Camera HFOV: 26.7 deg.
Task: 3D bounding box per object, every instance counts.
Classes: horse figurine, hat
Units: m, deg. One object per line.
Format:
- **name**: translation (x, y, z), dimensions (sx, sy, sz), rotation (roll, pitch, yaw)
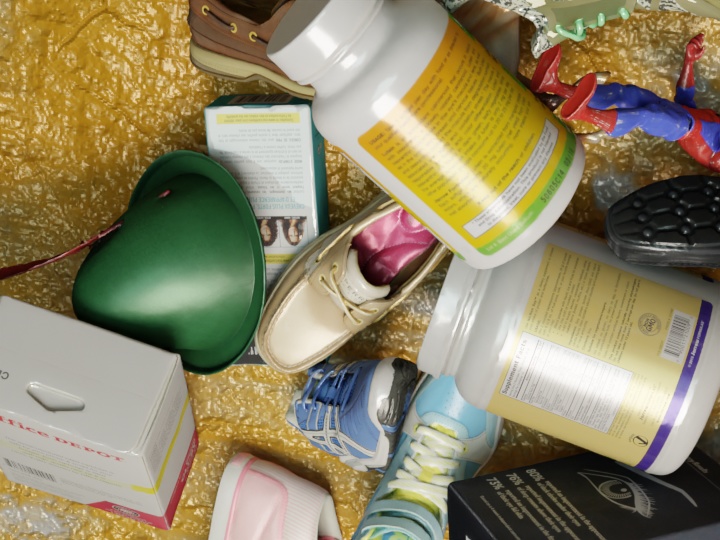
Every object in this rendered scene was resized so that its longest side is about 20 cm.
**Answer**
- **horse figurine**: translation (0.107, -0.145, 1.037), dimensions (0.131, 0.050, 0.202), rotation (-6, 128, 5)
- **hat**: translation (-0.191, 0.013, 1.091), dimensions (0.200, 0.175, 0.167), rotation (-42, 68, 43)

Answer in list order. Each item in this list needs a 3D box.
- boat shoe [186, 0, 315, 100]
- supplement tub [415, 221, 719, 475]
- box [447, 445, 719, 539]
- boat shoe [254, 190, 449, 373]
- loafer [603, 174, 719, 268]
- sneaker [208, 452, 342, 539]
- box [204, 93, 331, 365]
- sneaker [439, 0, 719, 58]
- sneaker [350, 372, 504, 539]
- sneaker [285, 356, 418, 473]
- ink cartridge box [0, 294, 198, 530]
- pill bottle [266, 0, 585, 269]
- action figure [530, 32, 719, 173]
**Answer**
- **boat shoe**: translation (-0.039, -0.167, 1.060), dimensions (0.198, 0.072, 0.068), rotation (14, 130, 27)
- **supplement tub**: translation (0.151, 0.046, 1.079), dimensions (0.198, 0.146, 0.147), rotation (20, 110, 5)
- **box**: translation (0.178, 0.206, 1.085), dimensions (0.198, 0.148, 0.106), rotation (-9, 108, -14)
- **boat shoe**: translation (0.000, 0.000, 1.090), dimensions (0.074, 0.069, 0.200), rotation (43, 96, -10)
- **loafer**: translation (0.264, -0.028, 1.053), dimensions (0.198, 0.069, 0.071), rotation (-7, 146, -9)
- **sneaker**: translation (-0.073, 0.254, 1.223), dimensions (0.104, 0.075, 0.202), rotation (14, 105, 12)
- **box**: translation (-0.066, -0.030, 1.148), dimensions (0.081, 0.049, 0.202), rotation (0, 107, 11)
- **sneaker**: translation (0.137, -0.174, 0.954), dimensions (0.198, 0.077, 0.089), rotation (18, 113, 10)
- **sneaker**: translation (0.050, 0.162, 1.142), dimensions (0.079, 0.131, 0.202), rotation (21, 110, 6)
- **sneaker**: translation (-0.009, 0.104, 1.107), dimensions (0.076, 0.200, 0.076), rotation (22, 70, -4)
- **ink cartridge box**: translation (-0.205, 0.112, 1.141), dimensions (0.144, 0.200, 0.084), rotation (18, 66, 6)
- **pill bottle**: translation (0.040, -0.103, 0.967), dimensions (0.200, 0.111, 0.111), rotation (40, 111, -20)
- **action figure**: translation (0.216, -0.124, 1.015), dimensions (0.199, 0.065, 0.099), rotation (15, 116, -41)
